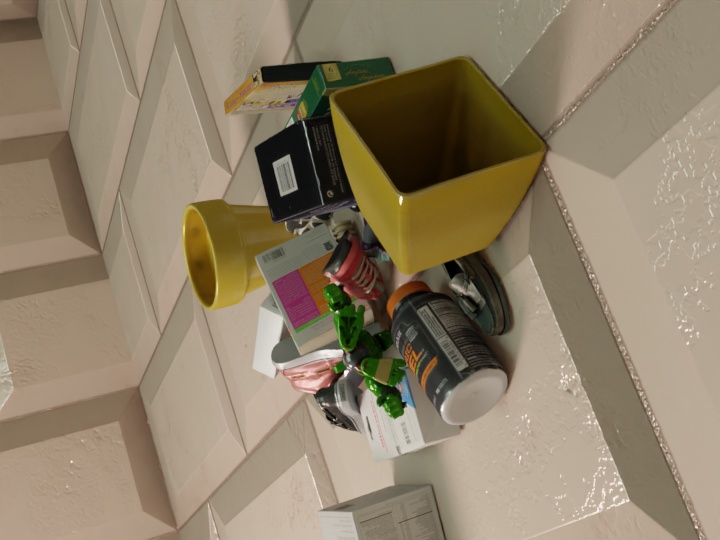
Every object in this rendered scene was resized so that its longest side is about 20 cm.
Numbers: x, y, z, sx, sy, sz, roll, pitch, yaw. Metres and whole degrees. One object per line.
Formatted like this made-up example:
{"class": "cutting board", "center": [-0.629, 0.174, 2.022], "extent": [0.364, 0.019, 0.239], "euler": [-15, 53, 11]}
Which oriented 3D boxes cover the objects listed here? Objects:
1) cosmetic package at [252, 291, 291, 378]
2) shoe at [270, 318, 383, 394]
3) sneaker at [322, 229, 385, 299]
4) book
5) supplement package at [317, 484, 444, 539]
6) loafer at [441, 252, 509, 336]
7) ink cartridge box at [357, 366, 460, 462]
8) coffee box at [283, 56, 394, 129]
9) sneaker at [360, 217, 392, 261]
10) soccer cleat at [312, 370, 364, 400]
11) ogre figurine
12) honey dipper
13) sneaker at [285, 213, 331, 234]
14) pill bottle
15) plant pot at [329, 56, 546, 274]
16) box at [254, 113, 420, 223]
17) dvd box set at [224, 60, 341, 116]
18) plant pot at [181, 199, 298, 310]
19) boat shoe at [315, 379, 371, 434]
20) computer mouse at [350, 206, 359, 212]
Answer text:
{"class": "cosmetic package", "center": [-0.115, 0.066, 1.754], "extent": [0.051, 0.201, 0.153], "euler": [21, 132, 14]}
{"class": "shoe", "center": [-0.042, 0.140, 1.655], "extent": [0.072, 0.197, 0.092], "euler": [-89, -24, -45]}
{"class": "sneaker", "center": [0.000, 0.000, 1.497], "extent": [0.086, 0.075, 0.200], "euler": [29, 174, 8]}
{"class": "book", "center": [-0.077, 0.027, 1.634], "extent": [0.048, 0.132, 0.201], "euler": [75, 169, -54]}
{"class": "supplement package", "center": [0.044, 0.466, 1.629], "extent": [0.151, 0.148, 0.204], "euler": [-26, 78, 63]}
{"class": "loafer", "center": [0.131, 0.002, 1.348], "extent": [0.202, 0.062, 0.072], "euler": [67, 153, 23]}
{"class": "ink cartridge box", "center": [0.070, 0.221, 1.565], "extent": [0.200, 0.067, 0.118], "euler": [-40, 63, 62]}
{"class": "coffee box", "center": [-0.037, -0.244, 1.527], "extent": [0.200, 0.121, 0.045], "euler": [-49, 57, 58]}
{"class": "sneaker", "center": [0.047, -0.061, 1.489], "extent": [0.199, 0.073, 0.089], "euler": [-172, 77, -64]}
{"class": "soccer cleat", "center": [-0.010, 0.153, 1.720], "extent": [0.201, 0.072, 0.069], "euler": [-55, 49, 33]}
{"class": "ogre figurine", "center": [0.003, 0.116, 1.470], "extent": [0.199, 0.098, 0.120], "euler": [42, 173, 2]}
{"class": "honey dipper", "center": [0.005, 0.014, 1.657], "extent": [0.203, 0.037, 0.038], "euler": [67, 153, 15]}
{"class": "sneaker", "center": [-0.086, -0.153, 1.752], "extent": [0.084, 0.079, 0.203], "euler": [-109, 28, -54]}
{"class": "pill bottle", "center": [0.109, 0.104, 1.389], "extent": [0.201, 0.105, 0.107], "euler": [56, 147, 40]}
{"class": "plant pot", "center": [0.086, -0.117, 1.259], "extent": [0.201, 0.197, 0.178], "euler": [57, 157, 36]}
{"class": "box", "center": [-0.018, -0.154, 1.436], "extent": [0.199, 0.196, 0.126], "euler": [-10, 95, 65]}
{"class": "dvd box set", "center": [-0.130, -0.299, 1.671], "extent": [0.199, 0.144, 0.030], "euler": [-16, 85, 65]}
{"class": "plant pot", "center": [-0.222, -0.041, 1.927], "extent": [0.200, 0.186, 0.204], "euler": [38, 133, 55]}
{"class": "boat shoe", "center": [-0.029, 0.233, 1.685], "extent": [0.200, 0.065, 0.071], "euler": [55, -155, -67]}
{"class": "computer mouse", "center": [-0.036, -0.178, 1.628], "extent": [0.034, 0.058, 0.202], "euler": [-41, 64, 27]}
